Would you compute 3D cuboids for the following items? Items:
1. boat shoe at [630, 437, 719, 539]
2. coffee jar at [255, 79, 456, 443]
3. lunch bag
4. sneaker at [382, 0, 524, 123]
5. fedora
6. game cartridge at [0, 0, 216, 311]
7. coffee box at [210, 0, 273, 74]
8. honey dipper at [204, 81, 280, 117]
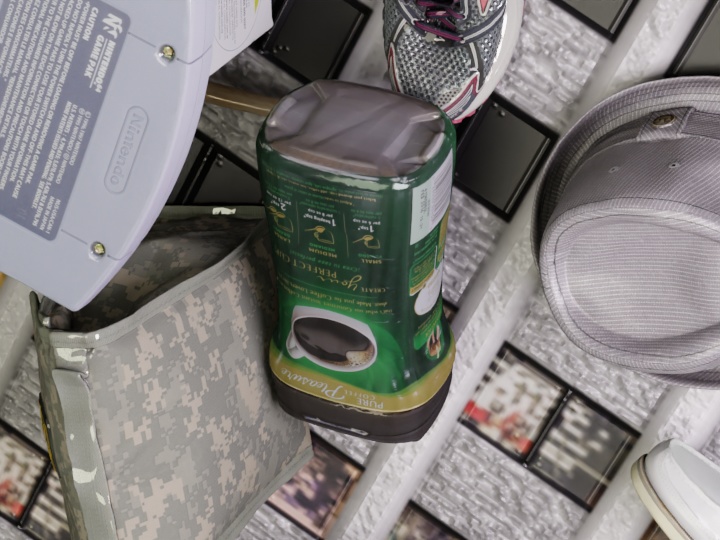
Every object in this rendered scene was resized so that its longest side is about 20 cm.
[{"bbox_3d":[0.238,0.154,1.549,0.200,0.075,0.068,40,115,-3],"label":"boat shoe"},{"bbox_3d":[0.000,0.000,1.558,0.104,0.085,0.201,15,132,19],"label":"coffee jar"},{"bbox_3d":[-0.118,0.072,1.598,0.117,0.200,0.165,1,112,23],"label":"lunch bag"},{"bbox_3d":[0.044,-0.169,1.499,0.080,0.075,0.201,16,117,17],"label":"sneaker"},{"bbox_3d":[0.174,-0.007,1.496,0.199,0.090,0.178,5,113,22],"label":"fedora"},{"bbox_3d":[-0.147,-0.085,1.417,0.133,0.042,0.201,26,120,5],"label":"game cartridge"},{"bbox_3d":[-0.173,-0.203,1.511,0.199,0.198,0.201,8,116,20],"label":"coffee box"},{"bbox_3d":[-0.044,-0.091,1.598,0.199,0.038,0.038,14,116,14],"label":"honey dipper"}]
